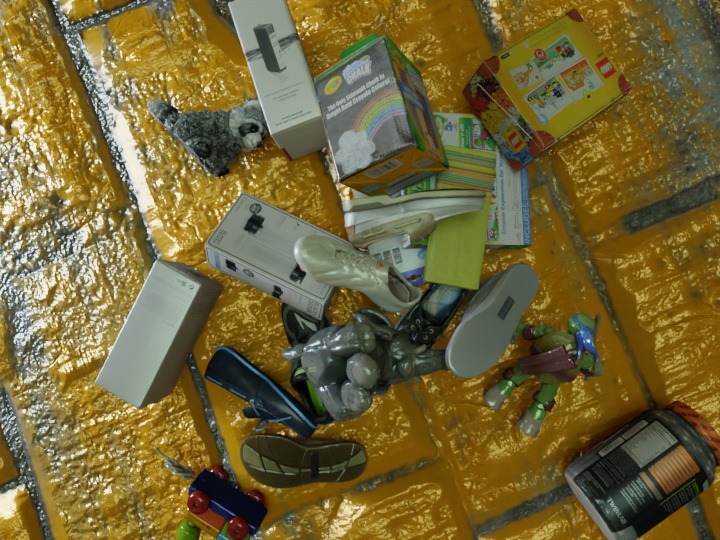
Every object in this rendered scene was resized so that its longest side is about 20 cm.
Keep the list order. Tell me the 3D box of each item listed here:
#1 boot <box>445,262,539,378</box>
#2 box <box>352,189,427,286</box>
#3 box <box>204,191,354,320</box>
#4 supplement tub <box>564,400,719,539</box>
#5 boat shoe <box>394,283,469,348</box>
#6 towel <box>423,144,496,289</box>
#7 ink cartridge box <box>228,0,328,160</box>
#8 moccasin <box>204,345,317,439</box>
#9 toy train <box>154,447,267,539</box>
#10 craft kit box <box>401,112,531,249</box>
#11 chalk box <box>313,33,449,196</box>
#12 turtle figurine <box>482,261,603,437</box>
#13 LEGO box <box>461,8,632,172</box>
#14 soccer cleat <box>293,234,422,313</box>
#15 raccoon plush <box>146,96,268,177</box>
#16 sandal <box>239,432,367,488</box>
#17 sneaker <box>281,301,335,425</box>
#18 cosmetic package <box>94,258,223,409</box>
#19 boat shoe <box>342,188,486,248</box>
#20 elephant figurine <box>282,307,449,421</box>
[{"bbox_3d":[0.178,0.076,0.761,0.074,0.096,0.200,46,69,-2],"label":"boot"},{"bbox_3d":[0.060,-0.074,0.822,0.117,0.041,0.204,-15,89,1],"label":"box"},{"bbox_3d":[-0.120,-0.023,0.794,0.197,0.060,0.118,24,58,3],"label":"box"},{"bbox_3d":[0.407,0.285,0.748,0.198,0.123,0.124,-35,86,0],"label":"supplement tub"},{"bbox_3d":[0.103,0.073,0.804,0.068,0.057,0.202,35,91,4],"label":"boat shoe"},{"bbox_3d":[0.144,-0.078,0.759,0.084,0.018,0.205,9,84,-3],"label":"towel"},{"bbox_3d":[-0.114,-0.290,0.786,0.082,0.144,0.204,-18,86,2],"label":"ink cartridge box"},{"bbox_3d":[-0.155,0.199,0.807,0.198,0.081,0.069,34,79,17],"label":"moccasin"},{"bbox_3d":[-0.253,0.367,0.803,0.198,0.085,0.117,30,102,4],"label":"toy train"},{"bbox_3d":[0.158,-0.134,0.794,0.193,0.048,0.205,1,84,-13],"label":"craft kit box"},{"bbox_3d":[0.024,-0.222,0.723,0.123,0.123,0.204,-20,75,27],"label":"chalk box"},{"bbox_3d":[0.279,0.132,0.786,0.142,0.201,0.196,25,110,-18],"label":"turtle figurine"},{"bbox_3d":[0.275,-0.267,0.772,0.198,0.077,0.150,-33,86,-18],"label":"LEGO box"},{"bbox_3d":[0.000,0.000,0.735,0.198,0.077,0.071,28,60,-26],"label":"soccer cleat"},{"bbox_3d":[-0.233,-0.247,0.822,0.200,0.097,0.134,44,82,4],"label":"raccoon plush"},{"bbox_3d":[-0.088,0.289,0.811,0.195,0.054,0.082,5,93,-12],"label":"sandal"},{"bbox_3d":[-0.073,0.136,0.795,0.069,0.083,0.204,-18,86,12],"label":"sneaker"},{"bbox_3d":[-0.301,0.094,0.799,0.084,0.108,0.203,28,88,4],"label":"cosmetic package"},{"bbox_3d":[0.075,-0.074,0.721,0.195,0.075,0.070,-5,97,9],"label":"boat shoe"},{"bbox_3d":[0.025,0.124,0.744,0.142,0.198,0.157,-45,69,35],"label":"elephant figurine"}]
